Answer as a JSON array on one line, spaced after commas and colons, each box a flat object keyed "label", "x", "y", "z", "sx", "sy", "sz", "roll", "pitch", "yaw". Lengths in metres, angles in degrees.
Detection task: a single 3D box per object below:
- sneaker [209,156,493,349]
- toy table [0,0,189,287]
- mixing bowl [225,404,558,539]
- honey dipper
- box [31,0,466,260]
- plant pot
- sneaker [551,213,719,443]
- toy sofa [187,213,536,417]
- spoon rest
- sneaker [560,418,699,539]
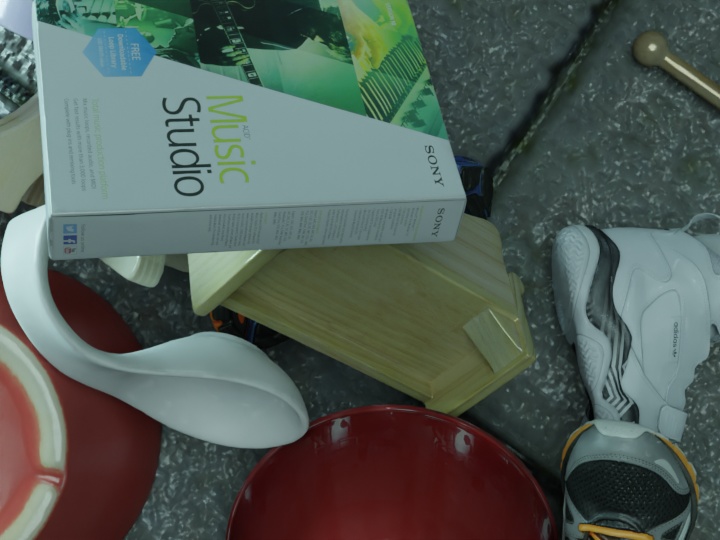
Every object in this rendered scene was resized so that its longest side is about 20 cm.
[{"label": "sneaker", "x": -0.010, "y": -0.026, "z": 0.881, "sx": 0.198, "sy": 0.078, "sz": 0.076, "roll": -20, "pitch": 125, "yaw": -18}, {"label": "toy table", "x": -0.143, "y": -0.075, "z": 0.841, "sx": 0.198, "sy": 0.184, "sz": 0.118, "roll": 21, "pitch": 97, "yaw": -32}, {"label": "mixing bowl", "x": 0.017, "y": 0.188, "z": 0.813, "sx": 0.197, "sy": 0.109, "sz": 0.203, "roll": 1, "pitch": 110, "yaw": 2}, {"label": "honey dipper", "x": 0.252, "y": -0.086, "z": 0.911, "sx": 0.199, "sy": 0.038, "sz": 0.038, "roll": 36, "pitch": 86, "yaw": 6}, {"label": "box", "x": -0.058, "y": -0.075, "z": 0.720, "sx": 0.197, "sy": 0.037, "sz": 0.146, "roll": -3, "pitch": 53, "yaw": -15}, {"label": "plant pot", "x": -0.215, "y": 0.093, "z": 0.818, "sx": 0.197, "sy": 0.177, "sz": 0.204, "roll": 0, "pitch": 87, "yaw": -1}, {"label": "sneaker", "x": 0.186, "y": 0.064, "z": 0.876, "sx": 0.113, "sy": 0.075, "sz": 0.203, "roll": -11, "pitch": 88, "yaw": -3}, {"label": "toy sofa", "x": 0.000, "y": 0.000, "z": 0.811, "sx": 0.083, "sy": 0.199, "sz": 0.098, "roll": -38, "pitch": 43, "yaw": 29}, {"label": "spoon rest", "x": -0.110, "y": 0.047, "z": 0.775, "sx": 0.200, "sy": 0.099, "sz": 0.061, "roll": 40, "pitch": 51, "yaw": -32}, {"label": "sneaker", "x": 0.143, "y": 0.169, "z": 0.817, "sx": 0.077, "sy": 0.077, "sz": 0.202, "roll": 8, "pitch": 126, "yaw": 19}]
